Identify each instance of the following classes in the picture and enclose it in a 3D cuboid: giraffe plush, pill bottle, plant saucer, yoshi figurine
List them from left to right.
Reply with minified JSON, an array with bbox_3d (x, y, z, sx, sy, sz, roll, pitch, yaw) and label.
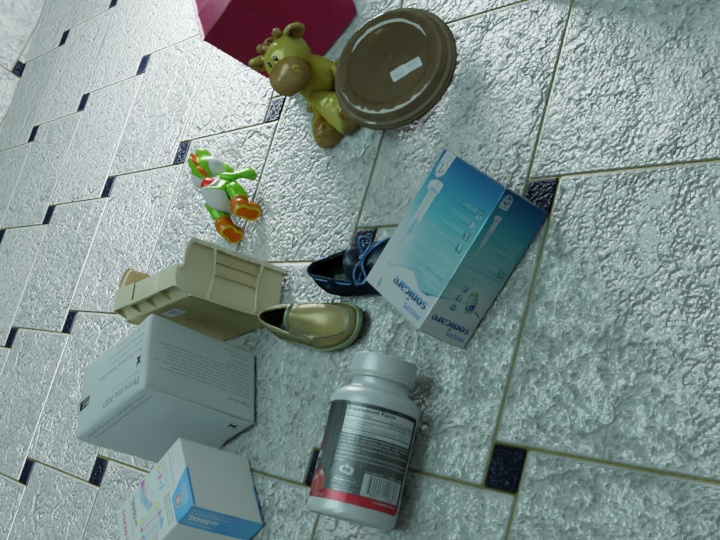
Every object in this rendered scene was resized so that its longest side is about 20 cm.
[{"bbox_3d":[-0.241,-0.141,1.792,0.200,0.112,0.112,56,156,36],"label":"yoshi figurine"},{"bbox_3d":[-0.084,-0.319,1.609,0.173,0.162,0.200,-52,38,17],"label":"giraffe plush"},{"bbox_3d":[0.010,0.206,1.218,0.111,0.111,0.201,-6,64,50],"label":"pill bottle"},{"bbox_3d":[0.046,-0.306,1.486,0.199,0.029,0.201,-9,69,24],"label":"plant saucer"}]

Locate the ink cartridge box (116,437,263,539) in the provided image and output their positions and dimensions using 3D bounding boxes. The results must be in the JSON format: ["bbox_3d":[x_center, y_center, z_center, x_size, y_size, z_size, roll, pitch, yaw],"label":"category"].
[{"bbox_3d":[-0.257,0.367,1.451,0.200,0.125,0.129,-49,38,20],"label":"ink cartridge box"}]

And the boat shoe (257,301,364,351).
[{"bbox_3d":[-0.079,0.075,1.439,0.200,0.076,0.072,-10,62,49],"label":"boat shoe"}]

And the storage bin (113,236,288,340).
[{"bbox_3d":[-0.257,0.037,1.590,0.200,0.198,0.094,-19,59,45],"label":"storage bin"}]

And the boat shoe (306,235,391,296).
[{"bbox_3d":[0.000,0.000,1.390,0.200,0.069,0.084,-23,52,43],"label":"boat shoe"}]

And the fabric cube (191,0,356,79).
[{"bbox_3d":[-0.159,-0.480,1.774,0.200,0.199,0.196,-46,38,24],"label":"fabric cube"}]

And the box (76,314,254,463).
[{"bbox_3d":[-0.299,0.194,1.545,0.199,0.200,0.131,-35,44,35],"label":"box"}]

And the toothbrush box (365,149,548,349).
[{"bbox_3d":[0.115,-0.028,1.244,0.200,0.085,0.146,-59,36,8],"label":"toothbrush box"}]
